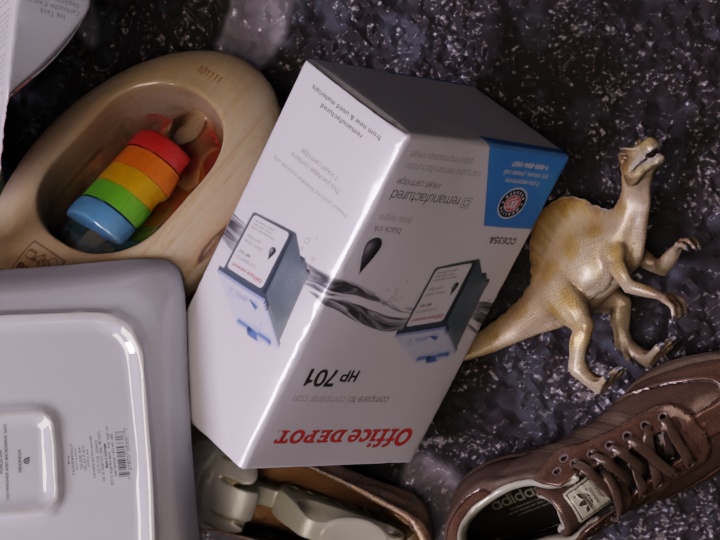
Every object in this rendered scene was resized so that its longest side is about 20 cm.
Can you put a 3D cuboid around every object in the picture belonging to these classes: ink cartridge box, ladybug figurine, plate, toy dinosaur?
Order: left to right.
[{"bbox_3d":[-0.195,-0.095,1.193,0.161,0.050,0.201,-25,59,56],"label":"ink cartridge box"},{"bbox_3d":[-0.177,0.096,1.119,0.199,0.032,0.200,-3,84,-15],"label":"plate"},{"bbox_3d":[-0.120,-0.032,1.225,0.136,0.072,0.200,32,68,28],"label":"ladybug figurine"},{"bbox_3d":[0.000,0.000,1.185,0.086,0.146,0.200,38,111,34],"label":"ink cartridge box"},{"bbox_3d":[0.120,0.013,1.220,0.200,0.058,0.101,-47,69,29],"label":"toy dinosaur"}]

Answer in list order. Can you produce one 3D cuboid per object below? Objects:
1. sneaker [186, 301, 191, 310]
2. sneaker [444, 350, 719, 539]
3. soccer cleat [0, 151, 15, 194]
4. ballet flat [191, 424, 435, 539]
[{"bbox_3d":[-0.132,0.021,1.277,0.200,0.071,0.113,-34,94,22],"label":"sneaker"},{"bbox_3d":[0.135,0.114,1.212,0.200,0.076,0.071,-30,103,22],"label":"sneaker"},{"bbox_3d":[-0.271,-0.093,1.285,0.200,0.084,0.065,47,111,3],"label":"soccer cleat"},{"bbox_3d":[-0.047,0.124,1.241,0.199,0.067,0.068,17,103,-12],"label":"ballet flat"}]
